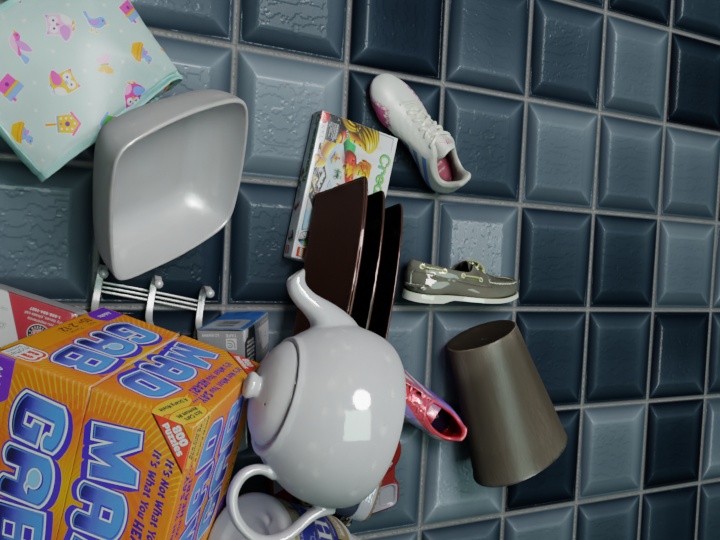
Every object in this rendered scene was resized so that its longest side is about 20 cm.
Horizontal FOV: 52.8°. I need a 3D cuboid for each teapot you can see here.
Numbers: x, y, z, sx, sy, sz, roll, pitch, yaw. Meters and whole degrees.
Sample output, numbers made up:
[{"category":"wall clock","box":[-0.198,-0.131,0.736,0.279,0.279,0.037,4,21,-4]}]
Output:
[{"category":"teapot","box":[-0.054,0.143,0.746,0.144,0.202,0.199,19,119,-23]}]

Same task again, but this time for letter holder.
[{"category":"letter holder","box":[0.000,0.000,0.913,0.099,0.141,0.205,14,77,-28]}]

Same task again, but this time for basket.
[{"category":"basket","box":[0.213,0.191,1.103,0.179,0.135,0.204,-28,102,-36]}]

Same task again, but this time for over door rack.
[{"category":"over door rack","box":[-0.264,0.107,0.879,0.145,0.066,0.205,13,87,-27]}]

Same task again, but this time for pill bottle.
[{"category":"pill bottle","box":[-0.072,0.334,0.832,0.200,0.118,0.122,39,74,-49]}]

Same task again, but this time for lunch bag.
[{"category":"lunch bag","box":[-0.328,-0.218,0.797,0.200,0.121,0.172,-44,112,-24]}]

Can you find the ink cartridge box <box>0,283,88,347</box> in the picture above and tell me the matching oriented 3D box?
[{"category":"ink cartridge box","box":[-0.400,0.120,0.782,0.144,0.083,0.204,18,84,-12]}]

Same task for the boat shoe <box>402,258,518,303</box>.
[{"category":"boat shoe","box":[0.156,0.015,1.093,0.197,0.072,0.062,1,98,-24]}]

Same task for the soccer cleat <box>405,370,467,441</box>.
[{"category":"soccer cleat","box":[0.076,0.189,1.059,0.199,0.073,0.069,38,76,-25]}]

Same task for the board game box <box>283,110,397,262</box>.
[{"category":"board game box","box":[-0.026,-0.104,1.009,0.124,0.034,0.205,13,87,-28]}]

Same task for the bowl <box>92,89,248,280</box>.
[{"category":"bowl","box":[-0.224,-0.110,0.827,0.199,0.074,0.202,-34,152,-43]}]

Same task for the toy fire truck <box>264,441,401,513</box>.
[{"category":"toy fire truck","box":[-0.034,0.283,0.996,0.196,0.112,0.172,-12,114,-26]}]

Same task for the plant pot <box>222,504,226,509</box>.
[{"category":"plant pot","box":[-0.185,0.410,0.841,0.183,0.200,0.192,-5,108,-17]}]

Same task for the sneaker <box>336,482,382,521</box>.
[{"category":"sneaker","box":[-0.018,0.192,0.885,0.107,0.070,0.204,20,74,-21]}]

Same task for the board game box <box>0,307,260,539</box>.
[{"category":"board game box","box":[-0.242,0.181,0.728,0.196,0.200,0.204,18,100,6]}]

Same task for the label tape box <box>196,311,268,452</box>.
[{"category":"label tape box","box":[-0.152,0.161,0.893,0.062,0.144,0.205,-1,95,4]}]

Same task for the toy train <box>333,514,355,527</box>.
[{"category":"toy train","box":[-0.049,0.366,0.973,0.045,0.034,0.202,4,127,-41]}]

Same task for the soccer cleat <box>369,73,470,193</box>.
[{"category":"soccer cleat","box":[0.092,-0.199,1.037,0.070,0.086,0.201,-45,111,-18]}]
